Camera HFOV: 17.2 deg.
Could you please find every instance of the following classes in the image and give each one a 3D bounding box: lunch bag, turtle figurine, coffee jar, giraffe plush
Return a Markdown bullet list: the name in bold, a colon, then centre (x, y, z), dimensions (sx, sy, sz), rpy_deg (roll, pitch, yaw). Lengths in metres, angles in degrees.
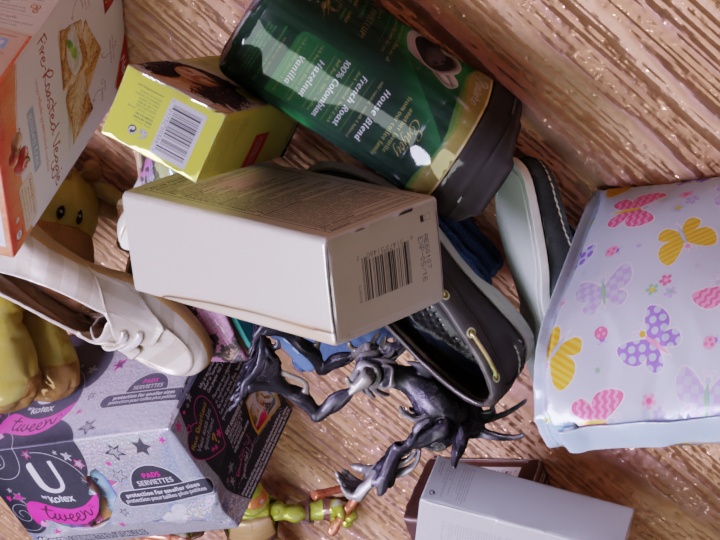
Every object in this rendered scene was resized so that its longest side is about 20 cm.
- **lunch bag**: centre (0.213, 0.041, 1.519), dimensions (0.168, 0.201, 0.128), rpy_deg (-9, 126, 31)
- **turtle figurine**: centre (-0.097, 0.214, 1.918), dimensions (0.198, 0.065, 0.162), rpy_deg (-12, 142, -11)
- **coffee jar**: centre (0.012, -0.117, 1.535), dimensions (0.199, 0.104, 0.086), rpy_deg (33, 112, -5)
- **giraffe plush**: centre (-0.250, -0.014, 1.752), dimensions (0.162, 0.172, 0.201), rpy_deg (-34, 76, 32)

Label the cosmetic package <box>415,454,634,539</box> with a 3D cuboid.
- **cosmetic package**: centre (0.113, 0.238, 1.759), dimensions (0.150, 0.052, 0.201), rpy_deg (16, 134, 11)

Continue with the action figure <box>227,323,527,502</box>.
- **action figure**: centre (0.012, 0.090, 1.661), dimensions (0.199, 0.119, 0.102), rpy_deg (21, 137, -10)

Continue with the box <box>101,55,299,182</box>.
- **box**: centre (-0.096, -0.101, 1.539), dimensions (0.075, 0.200, 0.050), rpy_deg (27, 102, 8)

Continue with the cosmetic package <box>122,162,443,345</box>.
- **cosmetic package**: centre (-0.051, -0.017, 1.539), dimensions (0.199, 0.103, 0.074), rpy_deg (13, 116, 46)

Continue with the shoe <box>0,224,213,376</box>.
- **shoe**: centre (-0.195, 0.024, 1.656), dimensions (0.199, 0.054, 0.070), rpy_deg (31, 142, -9)

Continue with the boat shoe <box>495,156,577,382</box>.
- **boat shoe**: centre (0.137, 0.003, 1.625), dimensions (0.060, 0.076, 0.201), rpy_deg (-19, 128, -11)

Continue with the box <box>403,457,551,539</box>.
- **box**: centre (0.114, 0.240, 1.848), dimensions (0.099, 0.075, 0.201), rpy_deg (-1, 128, 25)

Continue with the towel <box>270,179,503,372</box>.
- **towel**: centre (0.000, 0.000, 1.695), dimensions (0.199, 0.049, 0.112), rpy_deg (-25, 116, 41)

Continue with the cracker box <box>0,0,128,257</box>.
- **cracker box**: centre (-0.218, -0.126, 1.571), dimensions (0.057, 0.201, 0.135), rpy_deg (12, 135, 13)

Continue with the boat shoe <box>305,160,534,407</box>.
- **boat shoe**: centre (0.031, 0.009, 1.603), dimensions (0.201, 0.061, 0.072), rpy_deg (42, 135, -6)

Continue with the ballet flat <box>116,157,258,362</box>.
- **ballet flat**: centre (-0.129, -0.013, 1.666), dimensions (0.071, 0.069, 0.201), rpy_deg (-13, 124, 7)

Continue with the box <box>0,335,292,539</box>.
- **box**: centre (-0.178, 0.125, 1.836), dimensions (0.199, 0.133, 0.115), rpy_deg (-10, 127, 33)

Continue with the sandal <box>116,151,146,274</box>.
- **sandal**: centre (-0.142, -0.047, 1.718), dimensions (0.077, 0.070, 0.213), rpy_deg (-8, 120, -19)
